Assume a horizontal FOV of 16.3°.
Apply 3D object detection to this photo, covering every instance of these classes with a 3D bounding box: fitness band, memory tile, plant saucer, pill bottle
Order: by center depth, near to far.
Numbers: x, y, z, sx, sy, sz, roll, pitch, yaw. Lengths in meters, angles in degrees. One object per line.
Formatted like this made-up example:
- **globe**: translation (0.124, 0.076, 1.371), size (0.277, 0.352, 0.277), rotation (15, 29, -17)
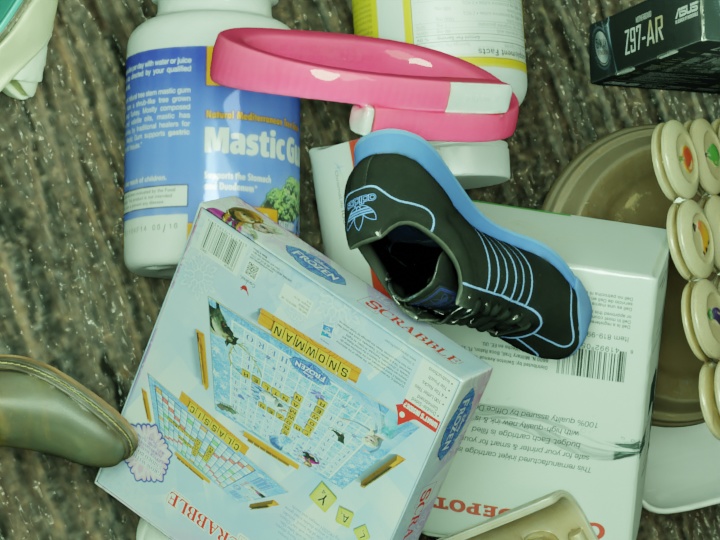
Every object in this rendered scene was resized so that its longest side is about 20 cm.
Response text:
- **fitness band**: translation (0.006, -0.111, 1.489), size (0.199, 0.143, 0.038), rotation (1, 106, -39)
- **pill bottle**: translation (-0.092, -0.098, 1.569), size (0.111, 0.112, 0.202), rotation (3, 83, -22)
- **memory tile**: translation (0.232, 0.002, 1.586), size (0.153, 0.017, 0.202), rotation (-7, 86, -61)
- **pill bottle**: translation (0.051, -0.156, 1.634), size (0.111, 0.112, 0.202), rotation (-2, 85, -22)
- **plant saucer**: translation (0.206, 0.001, 1.647), size (0.198, 0.029, 0.202), rotation (4, 81, -23)

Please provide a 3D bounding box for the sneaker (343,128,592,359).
- **sneaker**: translation (0.059, 0.006, 1.438), size (0.200, 0.070, 0.078), rotation (39, 44, -31)

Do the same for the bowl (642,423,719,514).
- **bowl**: translation (0.229, 0.053, 1.703), size (0.199, 0.075, 0.201), rotation (-15, 90, -22)

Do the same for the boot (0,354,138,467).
- **boot**: translation (-0.236, 0.098, 1.480), size (0.198, 0.075, 0.097), rotation (20, 52, 2)

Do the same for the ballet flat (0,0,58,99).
- **ballet flat**: translation (-0.237, -0.113, 1.544), size (0.069, 0.069, 0.200), rotation (41, 73, -13)

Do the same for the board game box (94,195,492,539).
- **board game box**: translation (-0.044, 0.092, 1.471), size (0.041, 0.199, 0.201), rotation (-16, 134, -56)

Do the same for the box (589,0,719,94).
- **box**: translation (0.277, -0.154, 1.701), size (0.198, 0.160, 0.044), rotation (2, 83, -21)

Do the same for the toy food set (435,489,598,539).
- **toy food set**: translation (0.104, 0.245, 1.567), size (0.143, 0.060, 0.201), rotation (-24, 103, 20)

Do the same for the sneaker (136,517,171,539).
- **sneaker**: translation (-0.103, 0.204, 1.541), size (0.075, 0.088, 0.202), rotation (20, 72, -18)

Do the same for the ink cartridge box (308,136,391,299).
- **ink cartridge box**: translation (0.000, 0.000, 1.549), size (0.057, 0.200, 0.164), rotation (-10, 87, 5)

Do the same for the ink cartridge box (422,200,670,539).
- **ink cartridge box**: translation (0.112, 0.070, 1.575), size (0.145, 0.083, 0.202), rotation (9, 114, 11)
